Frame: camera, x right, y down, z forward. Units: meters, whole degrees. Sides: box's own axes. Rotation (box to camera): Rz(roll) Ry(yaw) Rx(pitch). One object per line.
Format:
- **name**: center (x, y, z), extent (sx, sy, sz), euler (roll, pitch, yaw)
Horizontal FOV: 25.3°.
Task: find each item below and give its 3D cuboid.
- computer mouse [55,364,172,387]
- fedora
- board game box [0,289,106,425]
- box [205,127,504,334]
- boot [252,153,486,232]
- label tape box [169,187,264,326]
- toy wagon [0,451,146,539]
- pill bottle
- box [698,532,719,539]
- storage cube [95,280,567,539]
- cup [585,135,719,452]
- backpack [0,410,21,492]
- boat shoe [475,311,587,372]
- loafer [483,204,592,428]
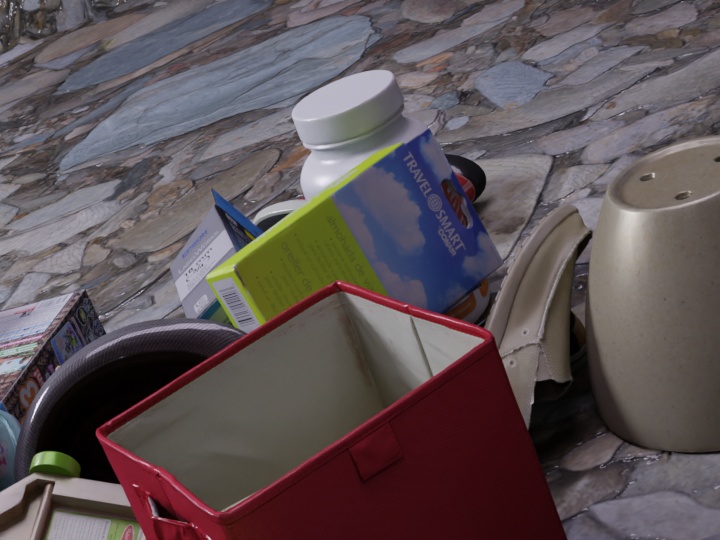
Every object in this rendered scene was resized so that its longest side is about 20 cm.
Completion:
- **computer mouse**: center (-0.166, 0.066, 1.233), extent (0.139, 0.046, 0.200), euler (-1, -2, -7)
- **fedora**: center (-0.131, 0.126, 1.098), extent (0.199, 0.178, 0.090), euler (-21, -8, 1)
- **board game box**: center (-0.307, 0.119, 1.313), extent (0.158, 0.097, 0.200), euler (-14, 24, 20)
- **box**: center (0.000, 0.000, 1.125), extent (0.200, 0.122, 0.048), euler (-37, 13, -33)
- **boot**: center (0.010, -0.057, 1.460), extent (0.199, 0.073, 0.144), euler (-3, 28, 23)
- **label tape box**: center (-0.070, 0.031, 1.220), extent (0.063, 0.144, 0.200), euler (-46, 22, 5)
- **toy wagon**: center (-0.151, 0.196, 0.994), extent (0.198, 0.040, 0.156), euler (9, 53, 2)
- **pill bottle**: center (0.020, -0.047, 1.245), extent (0.111, 0.201, 0.112), euler (-18, 22, 8)
- **box**: center (0.167, 0.193, 0.761), extent (0.199, 0.049, 0.159), euler (-19, 23, 7)
- **storage cube**: center (-0.008, 0.136, 0.883), extent (0.199, 0.181, 0.171), euler (-31, 23, -23)
- **cup**: center (0.225, -0.001, 1.026), extent (0.199, 0.144, 0.201), euler (-19, 21, 8)
- **backpack**: center (-0.316, 0.154, 1.111), extent (0.150, 0.202, 0.177), euler (-14, 11, -42)
- **boat shoe**: center (0.065, 0.071, 1.122), extent (0.199, 0.063, 0.075), euler (-26, 24, -5)
- **loafer**: center (0.111, 0.052, 1.052), extent (0.201, 0.068, 0.076), euler (-63, -8, -15)
